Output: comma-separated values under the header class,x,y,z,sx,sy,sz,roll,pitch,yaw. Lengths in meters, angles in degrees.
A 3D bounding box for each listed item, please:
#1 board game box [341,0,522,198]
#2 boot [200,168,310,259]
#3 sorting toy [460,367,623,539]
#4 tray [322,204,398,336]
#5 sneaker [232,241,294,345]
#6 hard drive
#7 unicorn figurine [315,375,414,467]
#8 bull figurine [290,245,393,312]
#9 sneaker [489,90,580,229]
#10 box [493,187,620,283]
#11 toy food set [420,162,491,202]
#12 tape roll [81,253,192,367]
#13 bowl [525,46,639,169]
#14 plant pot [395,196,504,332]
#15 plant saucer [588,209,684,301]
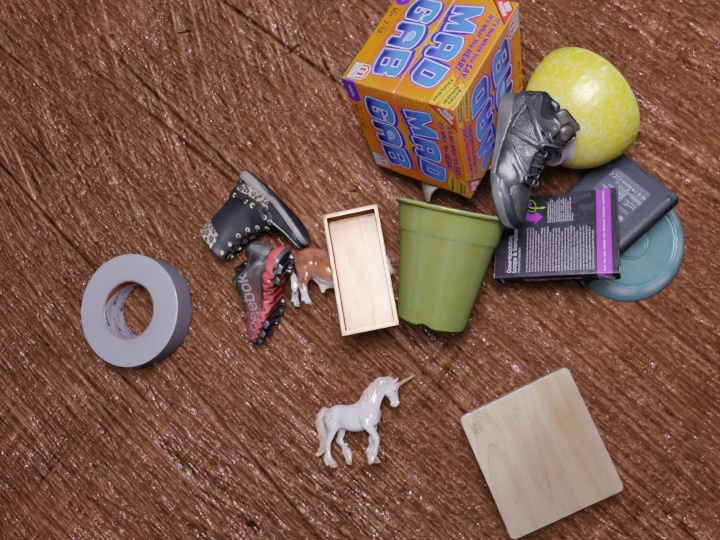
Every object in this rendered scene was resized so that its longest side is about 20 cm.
class,x,y,z,sx,sy,sz,roll,pitch,yaw
board game box,0.124,-0.282,0.864,0.196,0.201,0.203,24,73,28
boot,-0.195,-0.070,1.000,0.154,0.073,0.204,-47,66,4
sorting toy,0.291,0.295,0.904,0.194,0.070,0.205,-25,82,5
tray,0.000,0.000,0.926,0.095,0.037,0.208,-10,80,2
sneaker,-0.182,0.037,0.969,0.095,0.071,0.206,24,120,13
hard drive,0.396,-0.089,0.907,0.199,0.033,0.141,-43,56,8
unicorn figurine,0.001,0.261,0.944,0.193,0.074,0.143,-9,73,13
bull figurine,-0.038,0.013,0.975,0.193,0.065,0.126,9,75,11
sneaker,0.254,-0.164,0.797,0.112,0.075,0.208,4,85,43
box,0.320,-0.054,0.897,0.194,0.036,0.148,-2,68,28
toy food set,0.191,-0.211,0.959,0.194,0.061,0.148,-18,59,10
tape roll,-0.421,0.075,1.029,0.192,0.066,0.209,-1,85,7
bowl,0.326,-0.234,0.870,0.107,0.201,0.201,-40,80,-10
plant pot,0.136,-0.007,0.907,0.193,0.200,0.197,12,98,9
plant saucer,0.457,-0.051,0.932,0.192,0.027,0.209,-1,85,9
